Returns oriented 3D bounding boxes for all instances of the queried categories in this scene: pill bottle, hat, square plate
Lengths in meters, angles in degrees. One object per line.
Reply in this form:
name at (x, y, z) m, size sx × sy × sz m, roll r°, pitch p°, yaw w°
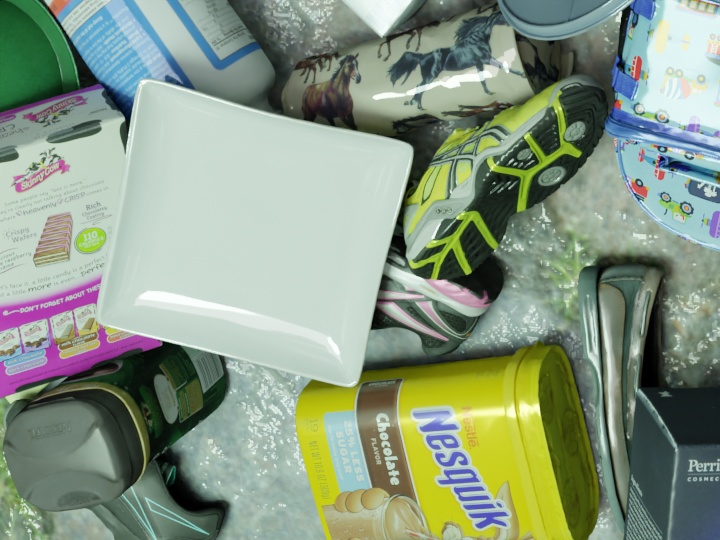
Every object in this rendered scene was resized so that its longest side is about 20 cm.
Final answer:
pill bottle at (-0.132, -0.151, 1.690) m, size 0.112 × 0.112 × 0.201 m, roll -35°, pitch 91°, yaw 27°
hat at (-0.318, -0.100, 1.650) m, size 0.165 × 0.176 × 0.201 m, roll 32°, pitch 119°, yaw 13°
square plate at (-0.077, -0.028, 1.653) m, size 0.198 × 0.028 × 0.199 m, roll 14°, pitch 116°, yaw 0°

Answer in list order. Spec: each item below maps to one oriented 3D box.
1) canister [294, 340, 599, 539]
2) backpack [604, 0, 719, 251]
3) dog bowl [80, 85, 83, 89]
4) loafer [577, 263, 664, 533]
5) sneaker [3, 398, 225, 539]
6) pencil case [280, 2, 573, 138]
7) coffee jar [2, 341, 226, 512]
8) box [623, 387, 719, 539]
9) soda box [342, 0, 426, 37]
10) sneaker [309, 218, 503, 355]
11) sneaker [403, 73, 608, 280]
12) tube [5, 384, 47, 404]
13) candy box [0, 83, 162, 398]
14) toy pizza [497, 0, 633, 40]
canister at (0.063, 0.139, 1.727) m, size 0.199 × 0.087 × 0.150 m, roll -7°, pitch 109°, yaw 25°
backpack at (0.248, -0.101, 1.552) m, size 0.181 × 0.135 × 0.201 m, roll 21°, pitch 116°, yaw 14°
dog bowl at (-0.299, -0.079, 1.798) m, size 0.199 × 0.079 × 0.202 m, roll 7°, pitch 110°, yaw 19°
loafer at (0.200, 0.093, 1.671) m, size 0.062 × 0.072 × 0.202 m, roll -7°, pitch 103°, yaw 17°
sneaker at (-0.195, 0.162, 1.852) m, size 0.200 × 0.075 × 0.079 m, roll 40°, pitch 106°, yaw -4°
pencil case at (0.048, -0.134, 1.649) m, size 0.199 × 0.089 × 0.078 m, roll -14°, pitch 74°, yaw 24°
coffee jar at (-0.184, 0.109, 1.748) m, size 0.104 × 0.200 × 0.086 m, roll -13°, pitch 103°, yaw 24°
box at (0.267, 0.189, 1.627) m, size 0.147 × 0.104 × 0.202 m, roll -2°, pitch 110°, yaw -8°
soda box at (-0.028, -0.259, 1.640) m, size 0.200 × 0.068 × 0.064 m, roll 44°, pitch 117°, yaw 2°
sneaker at (0.000, 0.000, 1.712) m, size 0.199 × 0.080 × 0.087 m, roll 31°, pitch 121°, yaw 12°
sneaker at (0.090, -0.077, 1.605) m, size 0.200 × 0.075 × 0.077 m, roll -42°, pitch 51°, yaw 33°
tube at (-0.230, 0.037, 1.830) m, size 0.199 × 0.052 × 0.058 m, roll -34°, pitch 61°, yaw 29°
candy box at (-0.227, -0.020, 1.684) m, size 0.135 × 0.061 × 0.201 m, roll -17°, pitch 126°, yaw -17°
toy pizza at (0.166, -0.236, 1.526) m, size 0.032 × 0.201 × 0.200 m, roll 30°, pitch 123°, yaw -32°
